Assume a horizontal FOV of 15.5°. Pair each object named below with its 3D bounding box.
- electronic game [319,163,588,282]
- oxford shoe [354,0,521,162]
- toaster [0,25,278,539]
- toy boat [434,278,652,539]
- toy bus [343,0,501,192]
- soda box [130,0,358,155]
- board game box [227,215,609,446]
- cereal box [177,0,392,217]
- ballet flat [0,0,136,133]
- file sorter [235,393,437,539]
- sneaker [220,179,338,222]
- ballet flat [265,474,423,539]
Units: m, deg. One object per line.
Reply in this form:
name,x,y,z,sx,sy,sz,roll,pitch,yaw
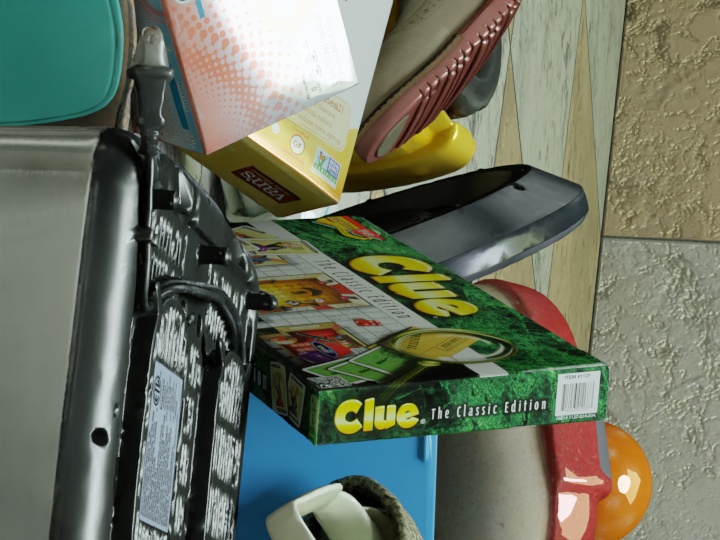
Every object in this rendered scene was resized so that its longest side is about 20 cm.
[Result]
electronic game,0.000,0.000,1.110,0.200,0.199,0.042,-46,118,-75
oxford shoe,0.035,-0.127,1.080,0.200,0.075,0.070,-55,-179,-33
toaster,-0.100,0.049,0.760,0.181,0.118,0.201,54,41,-76
toy boat,0.056,0.085,1.052,0.200,0.130,0.131,-35,-124,58
toy bus,-0.032,-0.152,1.127,0.192,0.135,0.201,30,61,-61
soda box,-0.065,-0.144,0.880,0.068,0.063,0.201,-27,116,-27
board game box,-0.007,0.017,0.910,0.200,0.104,0.024,-148,-120,-61
cereal box,-0.044,-0.141,1.003,0.144,0.039,0.201,34,59,-36
ballet flat,-0.107,-0.063,0.886,0.067,0.068,0.201,-101,-171,-46
file sorter,-0.054,0.123,0.957,0.123,0.138,0.201,-139,-130,-76
sneaker,-0.041,-0.019,1.273,0.080,0.070,0.201,25,65,-62
ballet flat,-0.011,0.109,0.801,0.200,0.068,0.076,-69,138,-76
